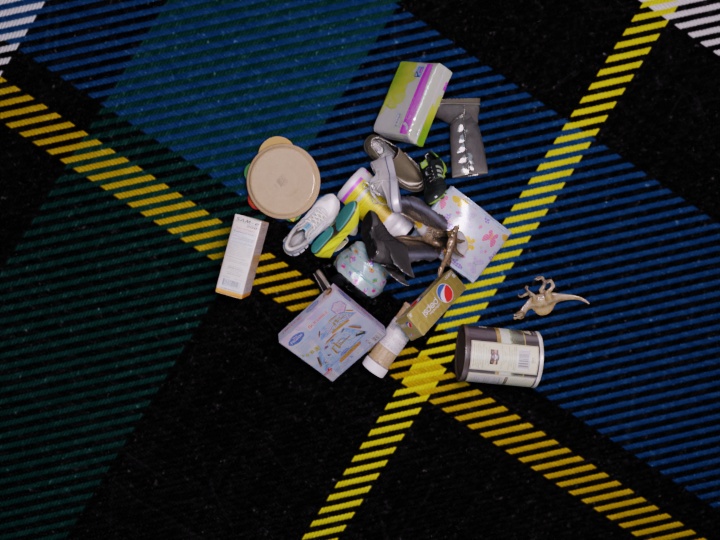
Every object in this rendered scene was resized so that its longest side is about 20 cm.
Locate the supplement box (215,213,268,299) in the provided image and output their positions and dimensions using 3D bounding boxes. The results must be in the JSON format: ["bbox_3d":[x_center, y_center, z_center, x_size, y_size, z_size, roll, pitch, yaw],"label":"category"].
[{"bbox_3d":[-0.300,-0.037,1.711,0.073,0.126,0.202,15,92,0],"label":"supplement box"}]

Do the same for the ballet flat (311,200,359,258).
[{"bbox_3d":[-0.048,-0.100,1.714,0.067,0.067,0.200,25,127,-29],"label":"ballet flat"}]

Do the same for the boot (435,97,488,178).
[{"bbox_3d":[0.240,-0.342,1.742,0.180,0.073,0.202,-2,99,1],"label":"boot"}]

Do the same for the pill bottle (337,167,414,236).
[{"bbox_3d":[0.043,-0.161,1.721,0.200,0.104,0.104,43,91,-2],"label":"pill bottle"}]

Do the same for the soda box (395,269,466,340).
[{"bbox_3d":[0.180,0.087,1.708,0.068,0.064,0.200,49,58,-4],"label":"soda box"}]

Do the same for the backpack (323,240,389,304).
[{"bbox_3d":[0.000,0.000,1.680,0.166,0.200,0.127,32,90,-2],"label":"backpack"}]

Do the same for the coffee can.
[{"bbox_3d":[0.352,0.220,1.724,0.198,0.146,0.148,6,93,-2],"label":"coffee can"}]

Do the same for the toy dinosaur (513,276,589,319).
[{"bbox_3d":[0.492,0.069,1.775,0.198,0.058,0.102,-16,108,7],"label":"toy dinosaur"}]

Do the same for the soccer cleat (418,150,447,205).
[{"bbox_3d":[0.176,-0.232,1.682,0.067,0.201,0.081,-31,114,26],"label":"soccer cleat"}]

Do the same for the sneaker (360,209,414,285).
[{"bbox_3d":[0.065,-0.056,1.583,0.103,0.201,0.060,19,127,-24],"label":"sneaker"}]

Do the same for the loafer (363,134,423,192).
[{"bbox_3d":[0.090,-0.276,1.734,0.199,0.070,0.075,37,92,-2],"label":"loafer"}]

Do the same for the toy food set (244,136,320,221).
[{"bbox_3d":[-0.203,-0.230,1.742,0.199,0.049,0.199,33,92,-3],"label":"toy food set"}]

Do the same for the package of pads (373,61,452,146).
[{"bbox_3d":[0.126,-0.423,1.690,0.068,0.154,0.202,21,92,-40],"label":"package of pads"}]

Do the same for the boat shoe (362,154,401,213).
[{"bbox_3d":[0.048,-0.206,1.628,0.085,0.203,0.075,-12,136,5],"label":"boat shoe"}]

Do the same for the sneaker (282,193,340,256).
[{"bbox_3d":[-0.124,-0.116,1.730,0.075,0.087,0.200,40,90,-1],"label":"sneaker"}]

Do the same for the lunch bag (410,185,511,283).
[{"bbox_3d":[0.252,-0.097,1.720,0.199,0.127,0.170,35,94,-12],"label":"lunch bag"}]

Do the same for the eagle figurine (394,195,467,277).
[{"bbox_3d":[0.152,-0.088,1.627,0.151,0.199,0.152,-38,129,-31],"label":"eagle figurine"}]

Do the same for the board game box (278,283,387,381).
[{"bbox_3d":[-0.070,0.160,1.699,0.200,0.041,0.199,-41,121,12],"label":"board game box"}]

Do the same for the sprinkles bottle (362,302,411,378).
[{"bbox_3d":[0.087,0.182,1.756,0.068,0.068,0.201,35,92,-2],"label":"sprinkles bottle"}]

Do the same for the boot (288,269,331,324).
[{"bbox_3d":[-0.118,0.114,1.749,0.149,0.073,0.201,-25,101,0],"label":"boot"}]
